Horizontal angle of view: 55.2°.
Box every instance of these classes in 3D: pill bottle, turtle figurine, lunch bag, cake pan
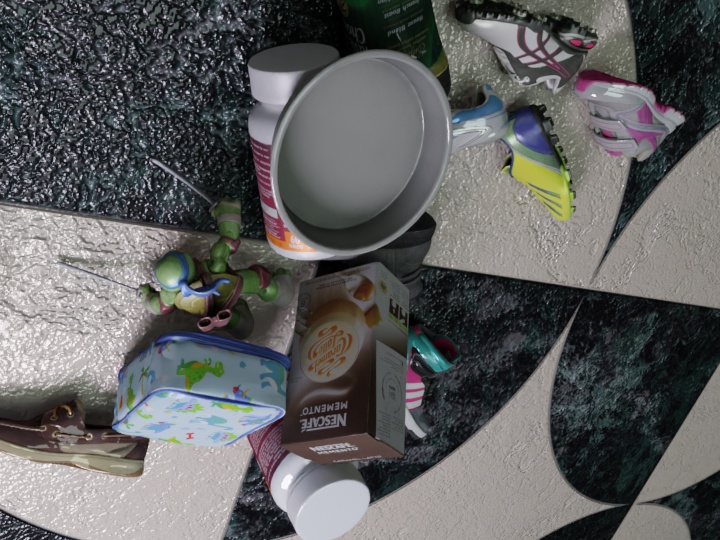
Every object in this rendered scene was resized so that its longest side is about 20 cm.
[{"bbox_3d":[-0.072,0.228,0.862,0.113,0.200,0.115,-13,124,-21],"label":"pill bottle"},{"bbox_3d":[-0.058,-0.122,0.717,0.108,0.110,0.202,-18,126,-18],"label":"pill bottle"},{"bbox_3d":[-0.171,-0.010,0.746,0.145,0.198,0.194,-65,150,-9],"label":"turtle figurine"},{"bbox_3d":[-0.177,0.138,0.765,0.159,0.083,0.200,17,148,-28],"label":"lunch bag"},{"bbox_3d":[-0.001,-0.112,0.661,0.198,0.037,0.202,-16,125,-25],"label":"cake pan"}]

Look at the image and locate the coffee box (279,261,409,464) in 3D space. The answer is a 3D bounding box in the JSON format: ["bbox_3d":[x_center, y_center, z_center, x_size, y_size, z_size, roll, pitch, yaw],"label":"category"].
[{"bbox_3d":[-0.013,0.105,0.775,0.113,0.202,0.080,-15,144,28],"label":"coffee box"}]

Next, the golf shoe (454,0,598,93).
[{"bbox_3d":[0.187,-0.258,0.794,0.198,0.077,0.089,3,124,-30],"label":"golf shoe"}]

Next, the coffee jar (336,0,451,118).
[{"bbox_3d":[0.026,-0.256,0.685,0.085,0.104,0.201,-30,128,-10],"label":"coffee jar"}]

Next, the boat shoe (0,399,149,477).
[{"bbox_3d":[-0.336,0.181,0.784,0.198,0.072,0.073,22,76,-26],"label":"boat shoe"}]

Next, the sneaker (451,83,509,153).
[{"bbox_3d":[0.078,-0.154,0.810,0.198,0.072,0.073,-26,93,-5],"label":"sneaker"}]

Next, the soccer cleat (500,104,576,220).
[{"bbox_3d":[0.232,-0.136,0.913,0.083,0.065,0.200,-19,137,20],"label":"soccer cleat"}]

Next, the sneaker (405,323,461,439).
[{"bbox_3d":[0.092,0.150,0.987,0.120,0.084,0.201,-27,127,0],"label":"sneaker"}]

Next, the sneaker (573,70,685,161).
[{"bbox_3d":[0.348,-0.199,0.914,0.198,0.081,0.089,16,108,-34],"label":"sneaker"}]

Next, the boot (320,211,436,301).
[{"bbox_3d":[0.000,0.000,0.854,0.198,0.070,0.133,-5,129,-19],"label":"boot"}]
